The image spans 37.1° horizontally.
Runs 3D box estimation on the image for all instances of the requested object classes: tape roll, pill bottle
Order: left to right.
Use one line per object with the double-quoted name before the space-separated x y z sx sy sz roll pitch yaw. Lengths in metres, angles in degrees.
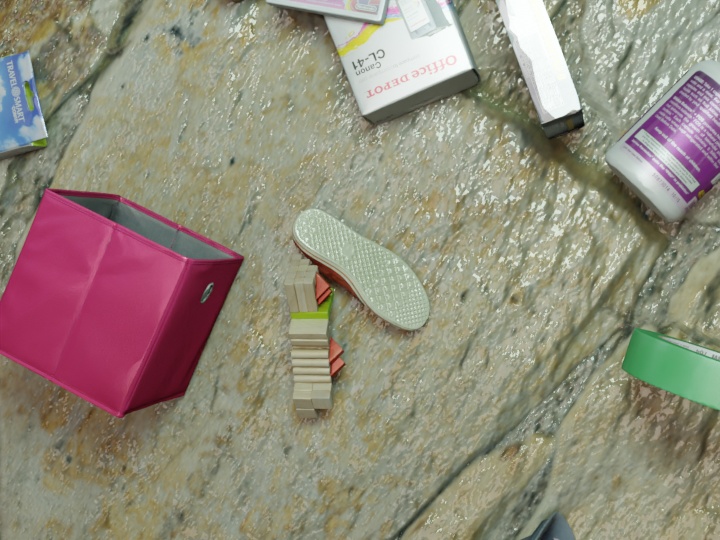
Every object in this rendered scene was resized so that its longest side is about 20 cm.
"pill bottle" 0.376 -0.158 1.180 0.200 0.112 0.112 -46 82 10
"tape roll" 0.381 0.115 1.139 0.200 0.200 0.048 19 95 11

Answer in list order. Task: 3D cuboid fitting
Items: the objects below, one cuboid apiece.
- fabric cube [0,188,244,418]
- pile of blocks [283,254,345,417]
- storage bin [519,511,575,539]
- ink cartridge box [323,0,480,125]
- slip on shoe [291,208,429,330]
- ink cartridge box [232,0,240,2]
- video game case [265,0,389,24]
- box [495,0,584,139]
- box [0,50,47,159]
"fabric cube" -0.288 0.034 1.288 0.200 0.196 0.200 25 96 10
"pile of blocks" -0.048 0.080 1.298 0.062 0.082 0.200 0 105 10
"storage bin" 0.175 0.378 1.202 0.134 0.200 0.146 -26 85 23
"ink cartridge box" 0.039 -0.294 1.267 0.147 0.086 0.200 -22 84 11
"slip on shoe" 0.000 0.000 1.297 0.200 0.061 0.074 37 74 -3
"ink cartridge box" -0.101 -0.441 1.300 0.200 0.075 0.165 -19 88 11
"video game case" -0.020 -0.392 1.230 0.143 0.018 0.200 13 91 15
"box" 0.194 -0.254 1.196 0.048 0.158 0.200 -21 86 12
"box" -0.500 -0.202 1.406 0.200 0.048 0.122 -14 89 12
